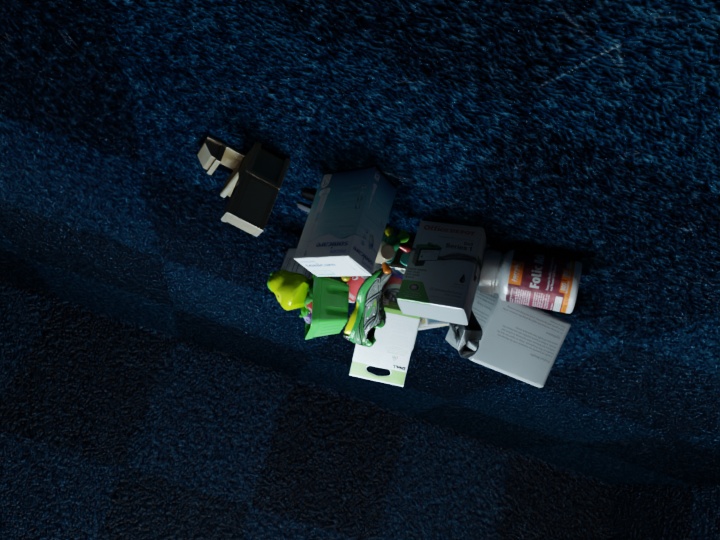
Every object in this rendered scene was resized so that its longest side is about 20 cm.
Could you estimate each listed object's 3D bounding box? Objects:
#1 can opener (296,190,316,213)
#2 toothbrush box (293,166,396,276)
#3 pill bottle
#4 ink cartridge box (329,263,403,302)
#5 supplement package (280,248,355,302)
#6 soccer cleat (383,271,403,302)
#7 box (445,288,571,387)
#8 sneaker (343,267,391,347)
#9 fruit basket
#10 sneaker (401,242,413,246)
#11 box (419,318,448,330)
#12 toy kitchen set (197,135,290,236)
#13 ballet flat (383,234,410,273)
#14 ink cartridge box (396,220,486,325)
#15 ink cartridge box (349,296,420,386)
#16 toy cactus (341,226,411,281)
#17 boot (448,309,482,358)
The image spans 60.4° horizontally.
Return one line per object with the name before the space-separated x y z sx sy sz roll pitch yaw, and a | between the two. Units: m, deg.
can opener | -0.046 -0.123 1.359 0.199 0.064 0.079 16 159 1
toothbrush box | -0.029 -0.094 1.232 0.146 0.201 0.085 -2 151 39
pill bottle | 0.361 0.018 1.325 0.199 0.115 0.114 11 158 15
ink cartridge box | 0.000 0.000 1.517 0.176 0.045 0.200 -37 135 13
supplement package | -0.108 0.012 1.669 0.199 0.110 0.114 0 152 37
soccer cleat | 0.147 0.050 1.522 0.199 0.073 0.068 15 141 -22
box | 0.349 0.148 1.492 0.198 0.172 0.200 22 -177 -14
sneaker | 0.034 0.086 1.454 0.085 0.201 0.078 25 -163 21
fruit basket | -0.136 0.079 1.532 0.215 0.156 0.216 2 163 1
sneaker | 0.170 0.002 1.471 0.200 0.089 0.074 28 157 -23
box | 0.156 0.106 1.663 0.112 0.102 0.200 1 169 -33
toy kitchen set | -0.278 -0.162 1.279 0.163 0.181 0.200 27 152 -21
ballet flat | 0.082 -0.026 1.417 0.199 0.068 0.075 26 156 0
ink cartridge box | 0.175 0.001 1.310 0.146 0.201 0.084 8 153 21
ink cartridge box | 0.060 0.175 1.563 0.147 0.201 0.076 12 -163 0
toy cactus | 0.026 -0.030 1.284 0.199 0.103 0.165 -13 -173 -17
boot | 0.220 0.114 1.394 0.065 0.200 0.165 -16 135 -4
